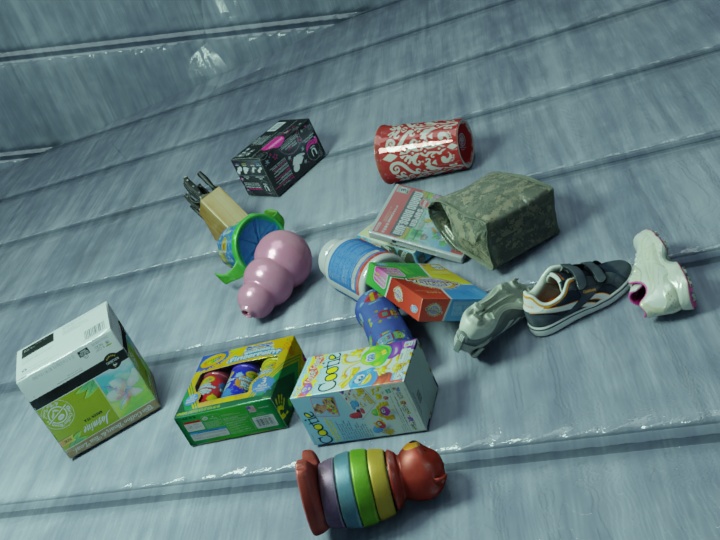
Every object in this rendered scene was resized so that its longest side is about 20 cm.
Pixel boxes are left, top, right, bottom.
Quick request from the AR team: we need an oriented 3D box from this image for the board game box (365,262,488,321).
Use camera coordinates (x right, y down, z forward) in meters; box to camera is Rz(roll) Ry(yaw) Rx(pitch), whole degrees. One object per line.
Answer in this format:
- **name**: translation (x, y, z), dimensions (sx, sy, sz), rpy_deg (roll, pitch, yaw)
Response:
- **board game box**: translation (0.120, 0.036, 1.656), dimensions (0.151, 0.041, 0.200), rpy_deg (1, 17, -28)

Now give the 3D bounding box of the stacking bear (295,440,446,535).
- **stacking bear**: translation (0.021, 0.293, 1.326), dimensions (0.197, 0.116, 0.121), rpy_deg (-13, -1, 3)

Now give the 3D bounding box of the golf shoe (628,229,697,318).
- **golf shoe**: translation (0.449, 0.003, 1.486), dimensions (0.091, 0.076, 0.201), rpy_deg (-25, 27, 10)

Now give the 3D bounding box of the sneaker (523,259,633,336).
- **sneaker**: translation (0.349, 0.024, 1.527), dimensions (0.198, 0.080, 0.078), rpy_deg (-30, 27, -9)

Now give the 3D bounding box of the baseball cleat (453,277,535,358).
- **baseball cleat**: translation (0.213, 0.080, 1.557), dimensions (0.199, 0.107, 0.070), rpy_deg (-17, 54, -45)

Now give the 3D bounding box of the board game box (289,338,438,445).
- **board game box**: translation (0.007, 0.192, 1.504), dimensions (0.197, 0.106, 0.104), rpy_deg (-12, 31, 24)

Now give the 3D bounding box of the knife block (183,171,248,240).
- **knife block**: translation (-0.343, -0.154, 2.294), dimensions (0.064, 0.177, 0.199), rpy_deg (-41, 32, -25)

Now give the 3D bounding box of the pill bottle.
- **pill bottle**: translation (0.000, 0.000, 1.820), dimensions (0.112, 0.113, 0.199), rpy_deg (-36, 31, -18)

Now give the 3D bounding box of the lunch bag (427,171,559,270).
- **lunch bag**: translation (0.241, -0.106, 1.776), dimensions (0.163, 0.119, 0.200), rpy_deg (-27, 33, -20)

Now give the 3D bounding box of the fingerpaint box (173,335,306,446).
- **fingerpaint box**: translation (-0.208, 0.210, 1.686), dimensions (0.197, 0.074, 0.168), rpy_deg (-14, 31, 22)

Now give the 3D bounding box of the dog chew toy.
- **dog chew toy**: translation (-0.182, 0.014, 1.951), dimensions (0.123, 0.125, 0.201), rpy_deg (1, 47, 41)

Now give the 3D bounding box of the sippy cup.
- **sippy cup**: translation (-0.249, -0.054, 2.113), dimensions (0.176, 0.142, 0.130), rpy_deg (-15, 7, -35)

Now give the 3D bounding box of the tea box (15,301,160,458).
- **tea box**: translation (-0.517, 0.207, 1.819), dimensions (0.198, 0.198, 0.134), rpy_deg (-30, 28, -6)

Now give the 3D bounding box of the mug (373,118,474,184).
- **mug**: translation (0.152, -0.286, 2.154), dimensions (0.197, 0.135, 0.178), rpy_deg (-5, 36, 28)

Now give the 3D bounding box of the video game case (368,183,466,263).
- **video game case**: translation (0.132, -0.095, 1.868), dimensions (0.197, 0.018, 0.144), rpy_deg (16, 53, 20)

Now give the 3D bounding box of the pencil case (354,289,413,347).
- **pencil case**: translation (0.045, 0.111, 1.635), dimensions (0.077, 0.088, 0.201), rpy_deg (-5, 27, -12)

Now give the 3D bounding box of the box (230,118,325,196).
- **box**: translation (-0.213, -0.293, 2.481), dimensions (0.131, 0.116, 0.200), rpy_deg (6, 40, 46)

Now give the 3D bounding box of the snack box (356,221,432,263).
- **snack box**: translation (0.093, -0.073, 1.941), dimensions (0.116, 0.037, 0.199), rpy_deg (-37, 30, -21)
